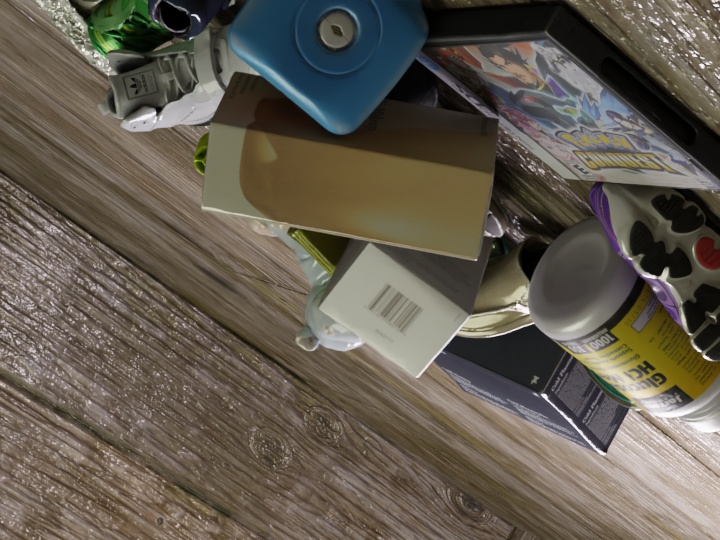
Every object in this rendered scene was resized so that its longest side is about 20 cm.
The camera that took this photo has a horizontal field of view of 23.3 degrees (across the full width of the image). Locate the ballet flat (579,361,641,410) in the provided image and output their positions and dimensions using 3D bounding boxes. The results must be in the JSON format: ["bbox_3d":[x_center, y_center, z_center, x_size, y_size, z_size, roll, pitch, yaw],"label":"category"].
[{"bbox_3d":[0.219,0.055,1.595,0.064,0.067,0.200,27,-163,-52],"label":"ballet flat"}]

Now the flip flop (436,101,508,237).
[{"bbox_3d":[0.069,-0.102,1.393,0.081,0.058,0.200,8,140,47],"label":"flip flop"}]

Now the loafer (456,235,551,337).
[{"bbox_3d":[0.144,0.007,1.548,0.199,0.076,0.068,-10,131,26],"label":"loafer"}]

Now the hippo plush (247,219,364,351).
[{"bbox_3d":[-0.039,0.000,1.755,0.158,0.162,0.200,2,176,-17],"label":"hippo plush"}]

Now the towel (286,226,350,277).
[{"bbox_3d":[0.000,0.000,1.529,0.018,0.086,0.200,-25,128,23],"label":"towel"}]

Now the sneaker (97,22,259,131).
[{"bbox_3d":[-0.142,-0.160,1.453,0.114,0.076,0.200,-9,174,-29],"label":"sneaker"}]

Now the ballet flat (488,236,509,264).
[{"bbox_3d":[0.117,0.003,1.677,0.074,0.075,0.200,27,169,20],"label":"ballet flat"}]

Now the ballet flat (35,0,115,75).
[{"bbox_3d":[-0.249,-0.243,1.609,0.072,0.072,0.200,22,167,40],"label":"ballet flat"}]

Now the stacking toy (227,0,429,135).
[{"bbox_3d":[-0.038,-0.177,1.244,0.116,0.110,0.200,38,180,-17],"label":"stacking toy"}]

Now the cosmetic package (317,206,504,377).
[{"bbox_3d":[0.047,-0.014,1.479,0.107,0.085,0.200,36,-151,-6],"label":"cosmetic package"}]

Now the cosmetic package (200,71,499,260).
[{"bbox_3d":[-0.005,-0.076,1.232,0.199,0.071,0.105,10,-152,1],"label":"cosmetic package"}]

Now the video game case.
[{"bbox_3d":[0.138,-0.115,1.189,0.180,0.026,0.200,36,169,-25],"label":"video game case"}]

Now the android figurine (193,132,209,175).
[{"bbox_3d":[-0.064,-0.097,1.625,0.181,0.041,0.200,7,-163,-2],"label":"android figurine"}]

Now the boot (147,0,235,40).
[{"bbox_3d":[-0.129,-0.213,1.308,0.072,0.091,0.200,31,170,-4],"label":"boot"}]

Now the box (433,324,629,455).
[{"bbox_3d":[0.173,0.086,1.854,0.199,0.105,0.182,23,169,36],"label":"box"}]

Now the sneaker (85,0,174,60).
[{"bbox_3d":[-0.186,-0.213,1.491,0.074,0.084,0.200,42,168,-10],"label":"sneaker"}]

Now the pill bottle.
[{"bbox_3d":[0.241,0.050,1.446,0.200,0.113,0.112,36,169,-29],"label":"pill bottle"}]

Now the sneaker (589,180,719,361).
[{"bbox_3d":[0.243,-0.011,1.322,0.200,0.081,0.083,47,179,-36],"label":"sneaker"}]

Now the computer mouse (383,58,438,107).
[{"bbox_3d":[0.006,-0.115,1.331,0.138,0.053,0.200,44,154,13],"label":"computer mouse"}]
